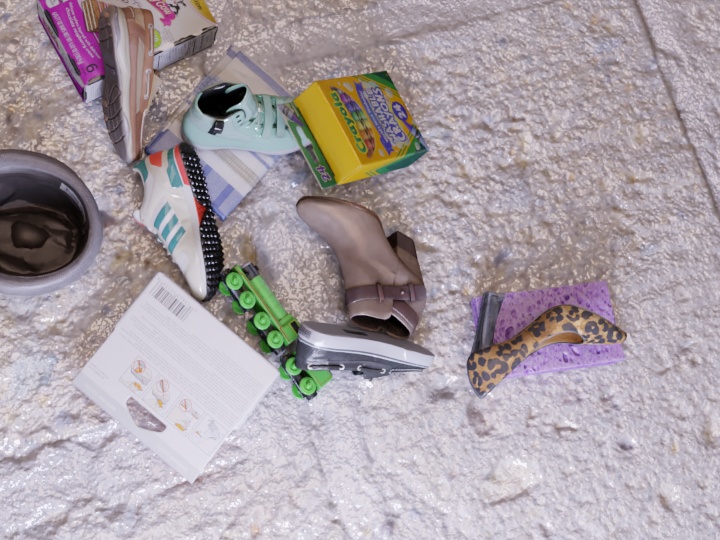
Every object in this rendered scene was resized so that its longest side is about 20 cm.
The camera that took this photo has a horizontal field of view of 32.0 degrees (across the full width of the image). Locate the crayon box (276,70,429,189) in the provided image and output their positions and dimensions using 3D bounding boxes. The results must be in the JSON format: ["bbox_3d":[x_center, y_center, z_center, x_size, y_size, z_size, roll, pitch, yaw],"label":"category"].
[{"bbox_3d":[-0.005,-0.186,1.629,0.199,0.051,0.127,-20,79,-52],"label":"crayon box"}]

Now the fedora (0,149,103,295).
[{"bbox_3d":[-0.416,-0.051,1.527,0.197,0.090,0.180,1,76,-20],"label":"fedora"}]

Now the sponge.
[{"bbox_3d":[0.252,0.080,1.683,0.196,0.030,0.114,-7,77,-15],"label":"sponge"}]

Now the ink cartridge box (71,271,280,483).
[{"bbox_3d":[-0.226,0.132,1.549,0.199,0.044,0.174,39,82,0],"label":"ink cartridge box"}]

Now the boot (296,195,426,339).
[{"bbox_3d":[0.000,0.000,1.609,0.197,0.070,0.148,20,54,-18],"label":"boot"}]

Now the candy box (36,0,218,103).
[{"bbox_3d":[-0.304,-0.327,1.645,0.198,0.061,0.138,-29,83,-19],"label":"candy box"}]

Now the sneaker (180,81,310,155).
[{"bbox_3d":[-0.125,-0.198,1.599,0.197,0.118,0.075,-7,79,-17],"label":"sneaker"}]

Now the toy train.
[{"bbox_3d":[-0.107,0.074,1.589,0.056,0.042,0.201,-35,90,-30],"label":"toy train"}]

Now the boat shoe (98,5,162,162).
[{"bbox_3d":[-0.282,-0.233,1.576,0.071,0.076,0.203,-14,123,-29],"label":"boat shoe"}]

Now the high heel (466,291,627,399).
[{"bbox_3d":[0.238,0.114,1.613,0.196,0.072,0.145,11,67,7],"label":"high heel"}]

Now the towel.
[{"bbox_3d":[-0.173,-0.184,1.658,0.146,0.024,0.201,39,72,-3],"label":"towel"}]

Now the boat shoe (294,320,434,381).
[{"bbox_3d":[0.003,0.108,1.590,0.197,0.069,0.058,12,101,-29],"label":"boat shoe"}]

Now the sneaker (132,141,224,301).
[{"bbox_3d":[-0.236,-0.055,1.594,0.092,0.070,0.203,-13,90,15],"label":"sneaker"}]
